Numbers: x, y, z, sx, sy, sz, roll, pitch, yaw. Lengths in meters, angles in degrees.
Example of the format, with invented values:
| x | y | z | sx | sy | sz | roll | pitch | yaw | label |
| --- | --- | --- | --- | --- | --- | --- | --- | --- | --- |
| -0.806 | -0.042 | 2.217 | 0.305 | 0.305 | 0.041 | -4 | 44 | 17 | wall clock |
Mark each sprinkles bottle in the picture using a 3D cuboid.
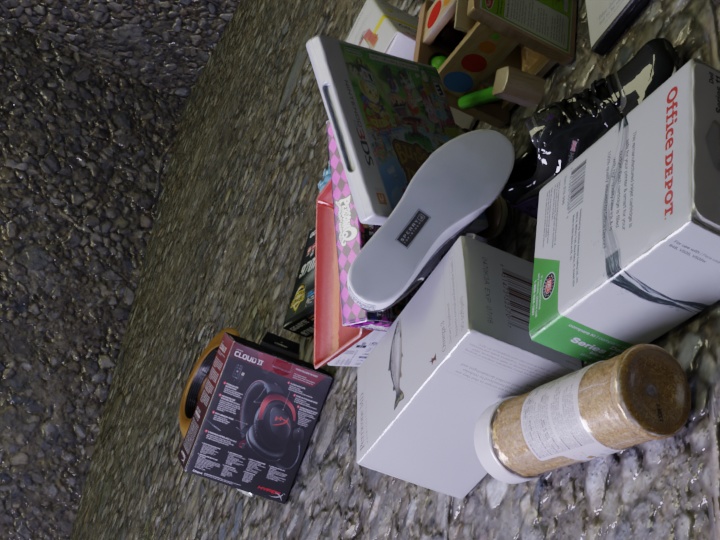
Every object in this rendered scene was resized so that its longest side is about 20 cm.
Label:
| x | y | z | sx | sy | sz | roll | pitch | yaw | label |
| --- | --- | --- | --- | --- | --- | --- | --- | --- | --- |
| 0.162 | 0.113 | 0.893 | 0.200 | 0.067 | 0.069 | -37 | 36 | 59 | sprinkles bottle |

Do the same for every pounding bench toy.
| x | y | z | sx | sy | sz | roll | pitch | yaw | label |
| --- | --- | --- | --- | --- | --- | --- | --- | --- | --- |
| 0.135 | -0.225 | 1.261 | 0.156 | 0.123 | 0.202 | -45 | 29 | 51 | pounding bench toy |

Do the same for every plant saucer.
| x | y | z | sx | sy | sz | roll | pitch | yaw | label |
| --- | --- | --- | --- | --- | --- | --- | --- | --- | --- |
| -0.010 | -0.010 | 1.247 | 0.200 | 0.036 | 0.203 | 139 | 134 | -68 | plant saucer |

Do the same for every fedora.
| x | y | z | sx | sy | sz | roll | pitch | yaw | label |
| --- | --- | --- | --- | --- | --- | --- | --- | --- | --- |
| -0.220 | 0.193 | 1.897 | 0.201 | 0.081 | 0.202 | -49 | 27 | 35 | fedora |

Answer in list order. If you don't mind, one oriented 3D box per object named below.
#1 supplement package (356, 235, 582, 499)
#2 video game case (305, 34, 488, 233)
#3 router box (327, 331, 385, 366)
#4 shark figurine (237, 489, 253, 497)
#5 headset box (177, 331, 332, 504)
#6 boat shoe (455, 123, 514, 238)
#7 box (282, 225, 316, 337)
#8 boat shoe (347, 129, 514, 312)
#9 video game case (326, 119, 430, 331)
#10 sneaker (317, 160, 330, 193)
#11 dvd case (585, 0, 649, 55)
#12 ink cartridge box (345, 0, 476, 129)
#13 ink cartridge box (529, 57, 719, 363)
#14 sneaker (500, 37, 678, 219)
| x | y | z | sx | sy | sz | roll | pitch | yaw | label |
| --- | --- | --- | --- | --- | --- | --- | --- | --- | --- |
| 0.090 | 0.090 | 1.049 | 0.201 | 0.116 | 0.118 | -55 | 24 | 38 | supplement package |
| 0.040 | -0.128 | 1.138 | 0.022 | 0.199 | 0.185 | -26 | 73 | 33 | video game case |
| 0.000 | 0.000 | 1.392 | 0.200 | 0.048 | 0.182 | 122 | 149 | -67 | router box |
| -0.167 | 0.212 | 1.740 | 0.127 | 0.089 | 0.218 | 12 | 88 | 38 | shark figurine |
| -0.136 | 0.184 | 1.551 | 0.203 | 0.147 | 0.075 | -69 | 18 | 1 | headset box |
| 0.122 | -0.107 | 1.264 | 0.074 | 0.064 | 0.201 | -64 | 36 | 33 | boat shoe |
| -0.038 | -0.004 | 1.643 | 0.200 | 0.045 | 0.161 | -31 | 41 | 63 | box |
| 0.063 | -0.040 | 1.051 | 0.201 | 0.070 | 0.066 | -52 | -10 | -11 | boat shoe |
| 0.040 | -0.037 | 1.160 | 0.035 | 0.180 | 0.203 | -14 | 75 | 35 | video game case |
| -0.028 | -0.161 | 1.740 | 0.132 | 0.079 | 0.200 | -63 | 18 | 11 | sneaker |
| 0.267 | -0.326 | 1.163 | 0.143 | 0.017 | 0.202 | -53 | 23 | 42 | dvd case |
| 0.069 | -0.254 | 1.457 | 0.084 | 0.144 | 0.201 | -60 | 20 | 18 | ink cartridge box |
| 0.216 | -0.037 | 0.881 | 0.200 | 0.082 | 0.148 | -44 | 29 | 53 | ink cartridge box |
| 0.195 | -0.123 | 1.030 | 0.201 | 0.087 | 0.076 | -58 | 21 | 31 | sneaker |
